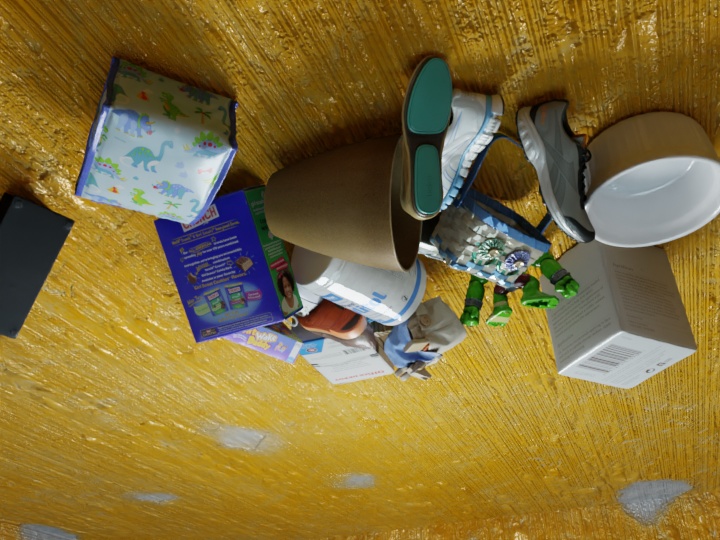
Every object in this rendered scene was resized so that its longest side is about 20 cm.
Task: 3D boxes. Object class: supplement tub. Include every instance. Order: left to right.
[{"bbox_3d":[0.000,0.000,1.136,0.199,0.133,0.131,25,139,-35],"label":"supplement tub"}]

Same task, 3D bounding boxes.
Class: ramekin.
[{"bbox_3d":[0.407,-0.129,0.985,0.198,0.099,0.201,0,147,0],"label":"ramekin"}]

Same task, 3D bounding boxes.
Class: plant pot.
[{"bbox_3d":[-0.027,-0.095,0.972,0.197,0.188,0.187,2,149,17],"label":"plant pot"}]

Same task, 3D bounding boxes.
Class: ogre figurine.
[{"bbox_3d":[0.261,0.017,1.181,0.097,0.121,0.199,20,143,-36],"label":"ogre figurine"}]

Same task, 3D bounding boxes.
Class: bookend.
[{"bbox_3d":[-0.548,-0.030,1.084,0.092,0.200,0.200,26,-178,-35],"label":"bookend"}]

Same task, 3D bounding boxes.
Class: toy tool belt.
[{"bbox_3d":[0.091,0.133,1.227,0.122,0.125,0.200,-36,169,-30],"label":"toy tool belt"}]

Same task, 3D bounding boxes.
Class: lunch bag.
[{"bbox_3d":[-0.268,-0.149,0.906,0.168,0.128,0.201,15,134,-24],"label":"lunch bag"}]

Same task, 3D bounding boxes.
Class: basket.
[{"bbox_3d":[0.212,-0.085,1.025,0.175,0.139,0.202,17,108,-27],"label":"basket"}]

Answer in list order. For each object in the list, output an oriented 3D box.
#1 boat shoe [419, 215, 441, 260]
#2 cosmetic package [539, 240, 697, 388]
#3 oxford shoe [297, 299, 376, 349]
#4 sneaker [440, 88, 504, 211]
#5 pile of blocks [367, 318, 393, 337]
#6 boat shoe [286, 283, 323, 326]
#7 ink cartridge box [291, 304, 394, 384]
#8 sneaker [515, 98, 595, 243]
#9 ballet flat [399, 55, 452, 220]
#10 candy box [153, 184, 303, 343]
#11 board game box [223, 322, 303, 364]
[{"bbox_3d":[0.123,-0.046,1.125,0.200,0.075,0.065,11,141,-29],"label":"boat shoe"},{"bbox_3d":[0.433,0.069,1.191,0.163,0.202,0.165,14,144,-21],"label":"cosmetic package"},{"bbox_3d":[-0.047,0.104,1.259,0.199,0.071,0.073,16,150,55],"label":"oxford shoe"},{"bbox_3d":[0.114,-0.167,0.950,0.086,0.075,0.201,16,133,-11],"label":"sneaker"},{"bbox_3d":[0.036,0.068,1.284,0.062,0.083,0.199,-28,138,35],"label":"pile of blocks"},{"bbox_3d":[-0.121,0.053,1.193,0.074,0.086,0.202,39,178,7],"label":"boat shoe"},{"bbox_3d":[-0.032,0.144,1.395,0.144,0.085,0.200,-13,146,18],"label":"ink cartridge box"},{"bbox_3d":[0.273,-0.130,0.919,0.079,0.074,0.202,-20,101,27],"label":"sneaker"},{"bbox_3d":[0.074,-0.167,0.880,0.068,0.203,0.063,3,-175,-21],"label":"ballet flat"},{"bbox_3d":[-0.200,-0.010,1.061,0.167,0.202,0.077,-14,-171,21],"label":"candy box"},{"bbox_3d":[-0.216,0.095,1.276,0.199,0.134,0.045,27,95,-36],"label":"board game box"}]
